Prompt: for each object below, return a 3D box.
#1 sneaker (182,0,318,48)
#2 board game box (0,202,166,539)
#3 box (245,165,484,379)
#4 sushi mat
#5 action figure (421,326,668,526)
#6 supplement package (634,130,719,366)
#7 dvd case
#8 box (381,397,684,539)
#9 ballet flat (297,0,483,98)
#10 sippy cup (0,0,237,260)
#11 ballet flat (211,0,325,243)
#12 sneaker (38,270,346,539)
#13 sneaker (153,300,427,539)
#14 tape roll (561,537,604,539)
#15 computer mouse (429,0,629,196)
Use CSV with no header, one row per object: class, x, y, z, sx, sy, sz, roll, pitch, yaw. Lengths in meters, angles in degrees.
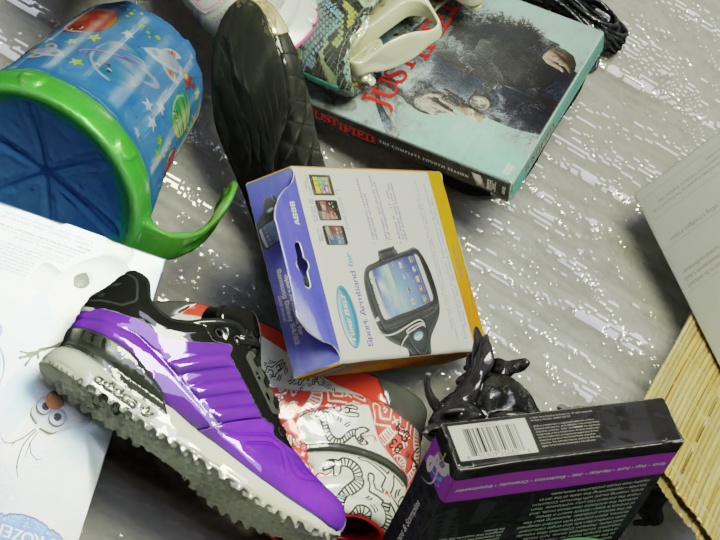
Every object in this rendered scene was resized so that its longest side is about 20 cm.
sneaker,-0.079,-0.217,1.557,0.088,0.081,0.201,43,24,-35
board game box,-0.234,0.057,1.386,0.199,0.043,0.200,19,75,-11
box,0.000,0.000,1.459,0.200,0.041,0.120,-2,75,-57
sushi mat,0.215,0.098,1.524,0.096,0.012,0.200,53,28,-5
action figure,0.099,0.109,1.489,0.199,0.102,0.120,15,61,-32
supplement package,0.292,0.004,1.588,0.117,0.117,0.201,-6,65,-48
dvd case,0.040,-0.136,1.592,0.199,0.022,0.146,22,57,18
box,0.085,0.148,1.403,0.142,0.200,0.036,-5,53,-24
ballet flat,0.041,-0.179,1.569,0.200,0.074,0.074,-42,84,-15
sippy cup,-0.163,-0.091,1.476,0.131,0.139,0.178,-54,127,-43
ballet flat,-0.047,-0.076,1.509,0.057,0.066,0.201,-34,118,-45
sneaker,-0.075,0.072,1.378,0.200,0.069,0.100,37,69,-15
sneaker,-0.059,0.097,1.451,0.200,0.067,0.108,22,56,-13
tape roll,0.130,0.255,1.391,0.200,0.048,0.202,-7,100,-39
computer mouse,0.102,-0.139,1.642,0.138,0.053,0.201,30,58,-6
